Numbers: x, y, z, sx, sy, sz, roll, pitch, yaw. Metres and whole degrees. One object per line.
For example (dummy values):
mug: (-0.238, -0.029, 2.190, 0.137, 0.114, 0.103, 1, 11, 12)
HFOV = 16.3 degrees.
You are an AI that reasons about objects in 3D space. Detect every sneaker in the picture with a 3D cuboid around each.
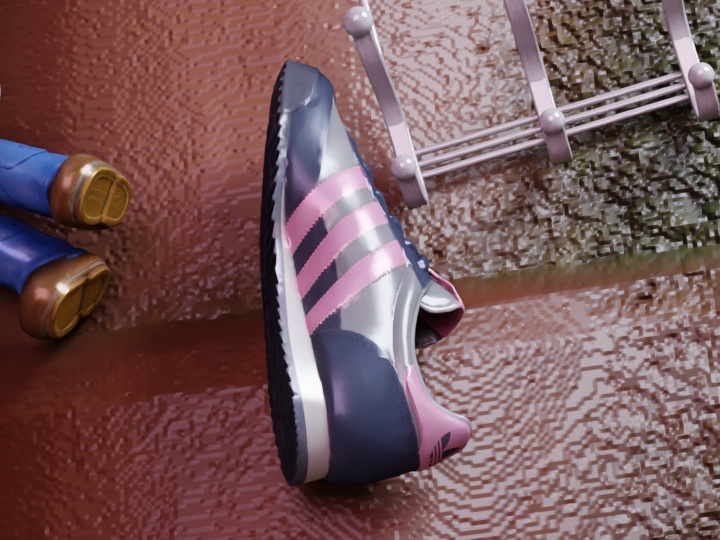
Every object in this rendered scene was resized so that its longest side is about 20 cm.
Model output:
sneaker: (0.000, 0.000, 1.062, 0.082, 0.070, 0.201, -1, 61, -8)

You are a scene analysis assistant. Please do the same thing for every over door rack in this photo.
over door rack: (0.062, -0.137, 1.114, 0.147, 0.067, 0.201, -16, 59, 3)

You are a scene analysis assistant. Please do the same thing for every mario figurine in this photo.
mario figurine: (-0.209, -0.036, 1.101, 0.199, 0.106, 0.124, 20, 69, 21)
